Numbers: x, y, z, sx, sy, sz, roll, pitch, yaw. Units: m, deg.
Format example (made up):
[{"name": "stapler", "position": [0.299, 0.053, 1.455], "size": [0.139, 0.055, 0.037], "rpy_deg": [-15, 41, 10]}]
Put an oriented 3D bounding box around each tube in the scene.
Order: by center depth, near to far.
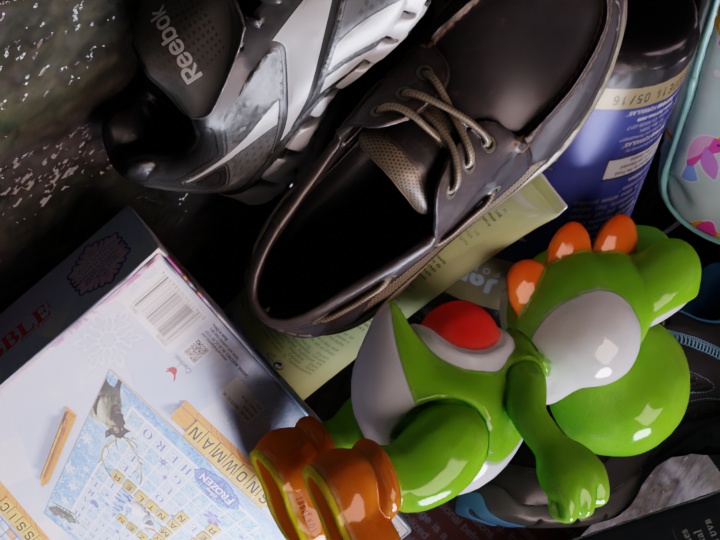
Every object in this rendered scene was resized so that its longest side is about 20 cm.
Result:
[{"name": "tube", "position": [0.000, 0.000, 1.246], "size": [0.058, 0.052, 0.200], "rpy_deg": [27, 130, -26]}]

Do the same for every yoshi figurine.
[{"name": "yoshi figurine", "position": [0.063, 0.062, 1.216], "size": [0.200, 0.113, 0.112], "rpy_deg": [-32, 160, -19]}]

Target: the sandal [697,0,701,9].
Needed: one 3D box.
[{"name": "sandal", "position": [0.191, -0.139, 1.383], "size": [0.079, 0.059, 0.208], "rpy_deg": [-11, 114, -53]}]

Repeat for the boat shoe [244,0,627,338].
[{"name": "boat shoe", "position": [0.029, -0.044, 1.155], "size": [0.200, 0.074, 0.073], "rpy_deg": [-51, 179, 18]}]

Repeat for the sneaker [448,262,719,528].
[{"name": "sneaker", "position": [0.112, 0.057, 1.343], "size": [0.200, 0.073, 0.082], "rpy_deg": [-23, 112, -40]}]

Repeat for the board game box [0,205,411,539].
[{"name": "board game box", "position": [-0.110, 0.106, 1.228], "size": [0.199, 0.041, 0.200], "rpy_deg": [-40, 128, -1]}]

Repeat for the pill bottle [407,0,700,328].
[{"name": "pill bottle", "position": [0.064, -0.042, 1.278], "size": [0.112, 0.112, 0.201], "rpy_deg": [-17, 138, -39]}]

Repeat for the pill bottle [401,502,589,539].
[{"name": "pill bottle", "position": [0.050, 0.104, 1.429], "size": [0.200, 0.112, 0.112], "rpy_deg": [-45, 149, -2]}]

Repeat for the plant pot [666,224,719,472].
[{"name": "plant pot", "position": [0.268, 0.020, 1.451], "size": [0.199, 0.200, 0.177], "rpy_deg": [-35, 178, -17]}]

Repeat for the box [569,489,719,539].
[{"name": "box", "position": [0.150, 0.193, 1.363], "size": [0.197, 0.124, 0.200], "rpy_deg": [-17, 155, -7]}]

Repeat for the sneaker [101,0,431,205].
[{"name": "sneaker", "position": [-0.037, -0.094, 1.124], "size": [0.090, 0.067, 0.200], "rpy_deg": [-7, 145, -39]}]

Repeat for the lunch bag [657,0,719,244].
[{"name": "lunch bag", "position": [0.219, -0.084, 1.265], "size": [0.201, 0.160, 0.077], "rpy_deg": [104, 8, -46]}]
